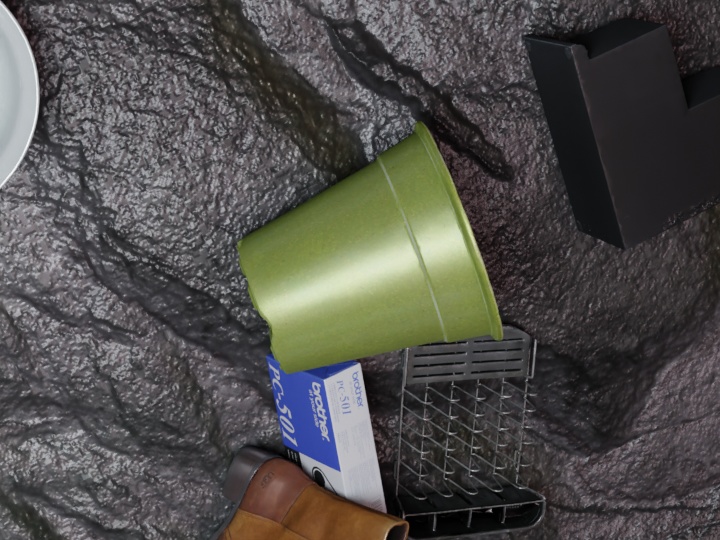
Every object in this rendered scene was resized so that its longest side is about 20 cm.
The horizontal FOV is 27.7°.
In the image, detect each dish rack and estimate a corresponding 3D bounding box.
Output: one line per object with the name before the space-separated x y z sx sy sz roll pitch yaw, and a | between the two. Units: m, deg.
dish rack | 0.105 0.152 1.395 0.152 0.055 0.202 -3 106 -21

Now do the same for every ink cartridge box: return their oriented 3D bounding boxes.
ink cartridge box | -0.027 0.171 1.324 0.044 0.094 0.202 -23 114 -32

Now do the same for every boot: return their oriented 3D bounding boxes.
boot | -0.050 0.274 1.290 0.068 0.199 0.190 16 95 -51

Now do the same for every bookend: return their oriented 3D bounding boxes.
bookend | 0.278 -0.155 1.350 0.197 0.092 0.202 -26 112 -14

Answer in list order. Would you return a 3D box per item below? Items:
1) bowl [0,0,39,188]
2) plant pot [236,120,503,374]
bowl | -0.351 -0.140 1.112 0.199 0.090 0.203 -6 108 -20
plant pot | 0.000 0.000 1.250 0.188 0.200 0.202 -21 113 -2
